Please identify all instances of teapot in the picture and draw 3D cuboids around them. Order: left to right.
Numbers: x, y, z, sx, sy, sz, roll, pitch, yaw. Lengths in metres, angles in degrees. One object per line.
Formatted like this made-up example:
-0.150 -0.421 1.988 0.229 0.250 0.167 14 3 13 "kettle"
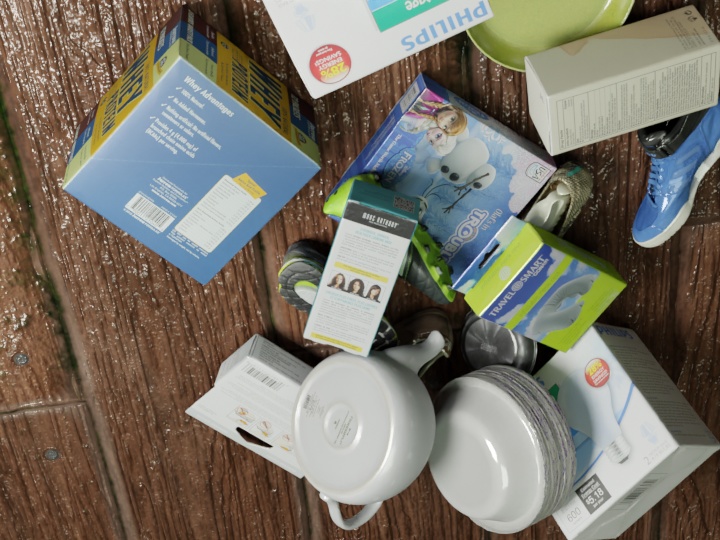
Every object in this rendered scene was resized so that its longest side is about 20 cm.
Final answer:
0.020 0.195 1.468 0.199 0.199 0.146 -28 156 33 "teapot"

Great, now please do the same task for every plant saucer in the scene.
0.201 -0.313 1.300 0.198 0.031 0.201 -4 125 -6 "plant saucer"

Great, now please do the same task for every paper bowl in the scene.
0.160 0.226 1.483 0.104 0.200 0.202 -17 133 -37 "paper bowl"

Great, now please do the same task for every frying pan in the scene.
0.156 0.125 1.554 0.031 0.115 0.191 -11 137 -52 "frying pan"

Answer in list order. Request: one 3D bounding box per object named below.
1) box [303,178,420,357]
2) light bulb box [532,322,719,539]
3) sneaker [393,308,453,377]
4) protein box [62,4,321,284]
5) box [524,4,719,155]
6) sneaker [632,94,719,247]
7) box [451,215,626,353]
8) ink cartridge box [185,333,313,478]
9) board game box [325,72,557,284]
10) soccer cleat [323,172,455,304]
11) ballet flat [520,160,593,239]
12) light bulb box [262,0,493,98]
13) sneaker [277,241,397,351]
0.000 0.000 1.365 0.082 0.049 0.201 18 124 -3 "box"
0.311 0.207 1.541 0.124 0.201 0.198 12 127 -49 "light bulb box"
0.033 0.125 1.552 0.200 0.076 0.070 -37 121 17 "sneaker"
-0.182 -0.134 1.311 0.198 0.135 0.200 36 114 -27 "protein box"
0.289 -0.210 1.324 0.198 0.078 0.095 -16 139 -2 "box"
0.355 -0.127 1.416 0.111 0.077 0.201 19 116 -26 "sneaker"
0.217 0.019 1.439 0.199 0.048 0.122 22 115 -41 "box"
-0.106 0.184 1.585 0.199 0.044 0.173 33 136 -18 "ink cartridge box"
0.094 -0.102 1.423 0.198 0.044 0.200 27 118 -24 "board game box"
0.037 -0.030 1.409 0.081 0.068 0.200 -29 117 26 "soccer cleat"
0.214 -0.045 1.451 0.075 0.068 0.201 -25 148 -46 "ballet flat"
0.007 -0.301 1.181 0.197 0.201 0.125 -23 124 9 "light bulb box"
-0.023 0.034 1.478 0.074 0.081 0.200 -30 124 22 "sneaker"
